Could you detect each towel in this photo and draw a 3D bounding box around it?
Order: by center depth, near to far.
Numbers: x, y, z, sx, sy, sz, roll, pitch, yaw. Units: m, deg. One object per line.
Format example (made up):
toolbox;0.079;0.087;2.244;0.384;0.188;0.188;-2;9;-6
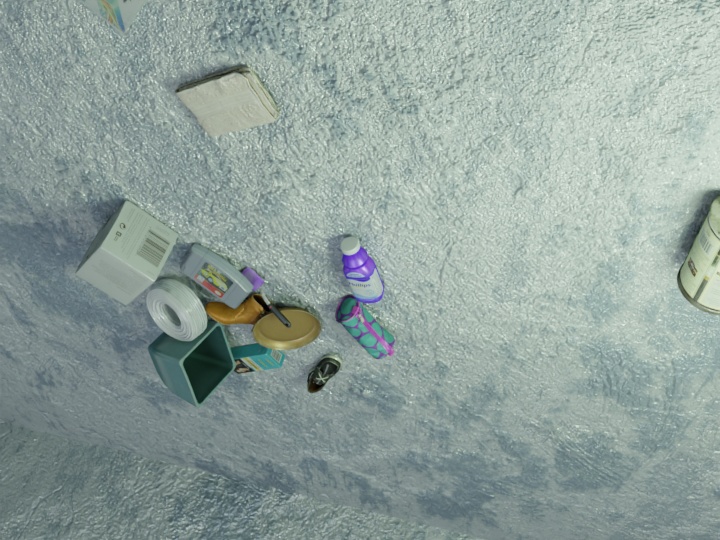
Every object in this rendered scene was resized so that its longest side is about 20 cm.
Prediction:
towel;-0.274;-0.343;1.513;0.198;0.035;0.133;-8;136;31

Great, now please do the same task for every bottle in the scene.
bottle;0.000;0.000;1.824;0.082;0.066;0.201;3;142;21

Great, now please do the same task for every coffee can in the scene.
coffee can;0.715;-0.030;1.415;0.144;0.148;0.201;10;144;10

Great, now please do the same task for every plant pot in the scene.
plant pot;-0.212;0.164;2.116;0.197;0.028;0.201;-6;142;-5
plant pot;-0.542;0.270;2.286;0.198;0.197;0.198;12;131;30

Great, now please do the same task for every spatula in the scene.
spatula;-0.257;0.079;2.017;0.056;0.021;0.201;-38;90;34

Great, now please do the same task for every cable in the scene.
cable;-0.541;0.116;2.158;0.199;0.069;0.201;32;139;16

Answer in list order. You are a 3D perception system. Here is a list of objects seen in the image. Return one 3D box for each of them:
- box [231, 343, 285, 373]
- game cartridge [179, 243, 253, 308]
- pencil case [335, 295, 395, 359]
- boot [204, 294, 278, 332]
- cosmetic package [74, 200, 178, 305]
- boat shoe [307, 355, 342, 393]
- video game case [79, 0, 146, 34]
box;-0.343;0.281;2.354;0.198;0.050;0.082;-13;134;35
game cartridge;-0.394;0.015;2.009;0.199;0.041;0.133;37;137;-9
pencil case;0.013;0.159;2.012;0.092;0.085;0.200;20;158;51
boot;-0.338;0.106;2.117;0.199;0.071;0.144;23;138;-14
cosmetic package;-0.619;-0.043;1.943;0.164;0.166;0.199;35;139;-23
boat shoe;-0.115;0.327;2.306;0.071;0.068;0.200;28;142;-12
video game case;-0.480;-0.551;1.336;0.199;0.022;0.182;36;141;-24
